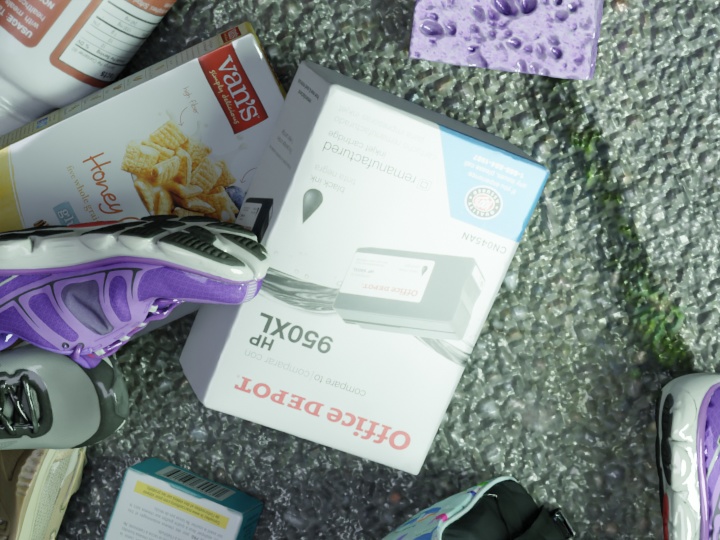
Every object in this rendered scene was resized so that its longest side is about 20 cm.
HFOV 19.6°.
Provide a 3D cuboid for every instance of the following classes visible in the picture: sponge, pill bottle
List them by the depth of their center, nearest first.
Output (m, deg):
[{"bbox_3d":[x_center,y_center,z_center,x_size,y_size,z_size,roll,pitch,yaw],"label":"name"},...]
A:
[{"bbox_3d":[0.097,-0.217,1.229,0.111,0.030,0.200,9,96,13],"label":"sponge"},{"bbox_3d":[-0.176,-0.172,1.258,0.112,0.112,0.200,42,102,8],"label":"pill bottle"}]

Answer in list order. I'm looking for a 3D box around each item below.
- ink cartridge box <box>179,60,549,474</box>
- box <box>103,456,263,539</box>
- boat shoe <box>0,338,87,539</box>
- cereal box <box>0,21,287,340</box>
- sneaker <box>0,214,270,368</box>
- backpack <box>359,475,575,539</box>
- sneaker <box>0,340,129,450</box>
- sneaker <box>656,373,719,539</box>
[{"bbox_3d":[0.000,0.000,1.212,0.144,0.084,0.200,20,100,-18],"label":"ink cartridge box"},{"bbox_3d":[-0.133,0.226,1.304,0.082,0.049,0.200,21,98,12],"label":"box"},{"bbox_3d":[-0.208,0.118,1.311,0.072,0.065,0.200,11,78,23],"label":"boat shoe"},{"bbox_3d":[-0.125,-0.043,1.248,0.200,0.040,0.144,-25,109,3],"label":"cereal box"},{"bbox_3d":[-0.137,0.013,1.176,0.200,0.081,0.084,-4,98,30],"label":"sneaker"},{"bbox_3d":[0.060,0.221,1.178,0.150,0.200,0.178,-29,87,14],"label":"backpack"},{"bbox_3d":[-0.228,0.082,1.238,0.200,0.079,0.074,-2,108,23],"label":"sneaker"},{"bbox_3d":[0.215,0.160,1.195,0.083,0.081,0.200,-1,96,2],"label":"sneaker"}]
